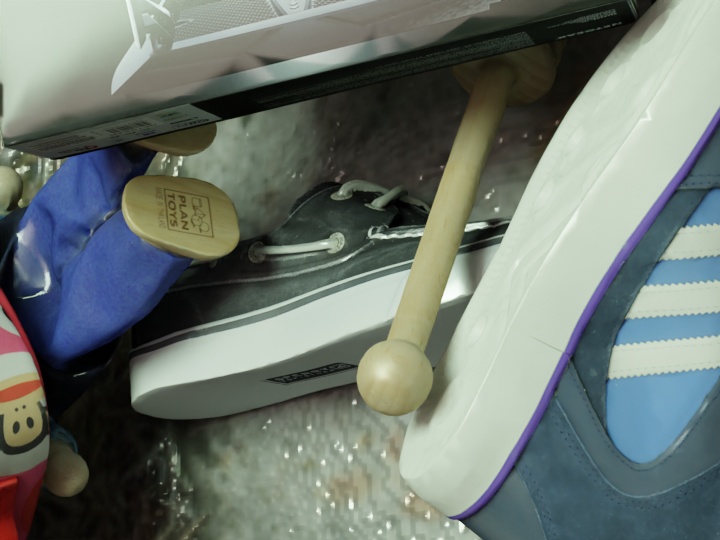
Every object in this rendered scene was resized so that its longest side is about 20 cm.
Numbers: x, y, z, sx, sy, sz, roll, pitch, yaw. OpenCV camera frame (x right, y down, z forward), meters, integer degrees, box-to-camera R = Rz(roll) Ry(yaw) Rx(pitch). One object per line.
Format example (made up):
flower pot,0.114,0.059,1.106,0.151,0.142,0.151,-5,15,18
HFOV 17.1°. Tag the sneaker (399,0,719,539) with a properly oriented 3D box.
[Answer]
sneaker,0.117,0.018,0.723,0.200,0.146,0.081,-60,12,-5

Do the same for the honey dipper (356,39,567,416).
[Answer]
honey dipper,0.032,-0.032,0.762,0.038,0.038,0.200,-12,37,31

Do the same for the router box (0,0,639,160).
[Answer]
router box,-0.027,-0.133,0.746,0.200,0.052,0.157,-12,86,9

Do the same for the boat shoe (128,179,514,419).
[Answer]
boat shoe,0.000,0.000,0.824,0.200,0.072,0.068,-17,70,37

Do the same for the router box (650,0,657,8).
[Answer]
router box,0.171,-0.158,0.757,0.149,0.051,0.200,-3,77,31

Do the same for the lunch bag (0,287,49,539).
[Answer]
lunch bag,-0.176,0.074,0.867,0.176,0.082,0.200,50,140,29

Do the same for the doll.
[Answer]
doll,-0.110,0.017,0.858,0.200,0.048,0.137,-44,52,48
